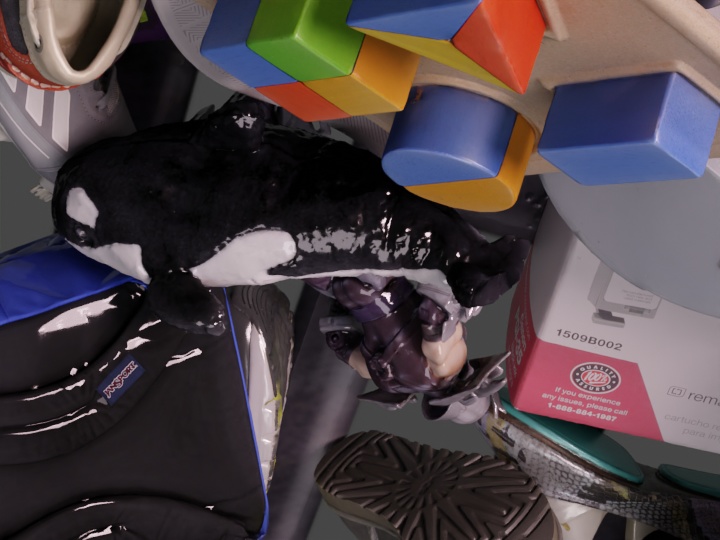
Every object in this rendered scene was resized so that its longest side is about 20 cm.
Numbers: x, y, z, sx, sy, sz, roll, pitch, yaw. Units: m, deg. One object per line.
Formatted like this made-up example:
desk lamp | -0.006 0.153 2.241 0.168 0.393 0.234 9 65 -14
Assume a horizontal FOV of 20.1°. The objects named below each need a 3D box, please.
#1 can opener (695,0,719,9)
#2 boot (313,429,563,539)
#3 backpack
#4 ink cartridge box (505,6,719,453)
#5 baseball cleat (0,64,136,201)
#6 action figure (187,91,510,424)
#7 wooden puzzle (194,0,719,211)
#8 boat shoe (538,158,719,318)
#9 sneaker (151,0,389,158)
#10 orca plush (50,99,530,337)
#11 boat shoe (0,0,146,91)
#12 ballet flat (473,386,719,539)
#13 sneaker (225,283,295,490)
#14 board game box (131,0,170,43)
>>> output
can opener | 0.034 -0.134 0.687 0.200 0.063 0.079 20 156 0
boot | 0.072 0.181 1.051 0.073 0.182 0.200 -36 120 -18
backpack | -0.163 0.072 0.900 0.200 0.168 0.163 -20 112 -19
ink cartridge box | 0.160 -0.020 0.902 0.146 0.083 0.200 13 130 -4
baseball cleat | -0.125 -0.108 0.835 0.106 0.070 0.200 -25 126 18
action figure | 0.000 0.000 0.929 0.200 0.069 0.130 46 145 -16
wooden puzzle | 0.040 -0.066 0.690 0.200 0.046 0.185 26 162 -38
boat shoe | 0.171 -0.021 0.806 0.200 0.091 0.071 29 130 18
sneaker | -0.020 -0.121 0.810 0.073 0.112 0.200 -29 142 25
orca plush | -0.039 -0.029 0.789 0.200 0.105 0.071 22 148 30
boat shoe | -0.094 -0.164 0.759 0.071 0.063 0.200 15 90 -26
ballet flat | 0.135 0.120 1.025 0.200 0.072 0.072 21 129 -12
sneaker | -0.083 0.083 1.022 0.085 0.075 0.200 10 130 -2
board game box | -0.158 -0.177 0.842 0.120 0.032 0.200 -8 129 9
